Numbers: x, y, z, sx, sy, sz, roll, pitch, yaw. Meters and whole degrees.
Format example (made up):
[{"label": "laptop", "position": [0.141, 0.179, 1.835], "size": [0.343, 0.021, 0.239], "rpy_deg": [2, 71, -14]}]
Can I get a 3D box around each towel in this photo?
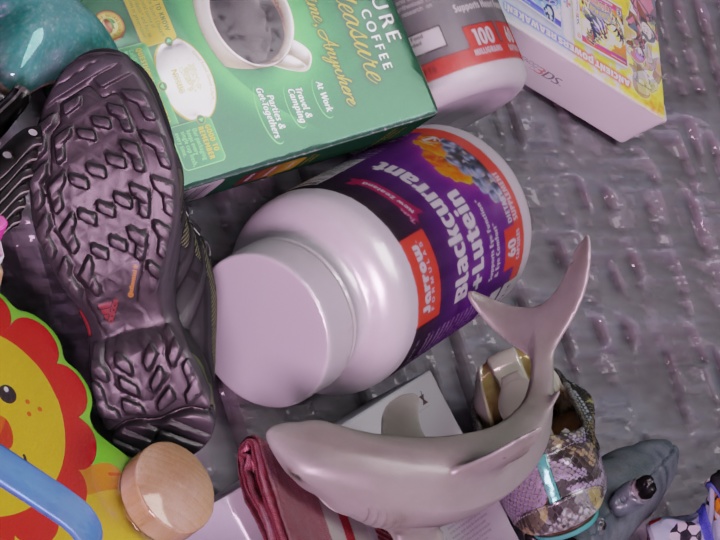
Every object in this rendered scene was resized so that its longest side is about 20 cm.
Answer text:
[{"label": "towel", "position": [0.026, 0.170, 1.293], "size": [0.200, 0.023, 0.144], "rpy_deg": [34, 21, -32]}]

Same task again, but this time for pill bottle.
[{"label": "pill bottle", "position": [0.009, -0.176, 1.531], "size": [0.116, 0.116, 0.201], "rpy_deg": [-13, 78, -52]}, {"label": "pill bottle", "position": [0.000, 0.000, 1.413], "size": [0.200, 0.111, 0.112], "rpy_deg": [-32, 93, -53]}]

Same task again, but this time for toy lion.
[{"label": "toy lion", "position": [-0.170, 0.106, 1.195], "size": [0.191, 0.069, 0.201], "rpy_deg": [37, 43, -19]}]

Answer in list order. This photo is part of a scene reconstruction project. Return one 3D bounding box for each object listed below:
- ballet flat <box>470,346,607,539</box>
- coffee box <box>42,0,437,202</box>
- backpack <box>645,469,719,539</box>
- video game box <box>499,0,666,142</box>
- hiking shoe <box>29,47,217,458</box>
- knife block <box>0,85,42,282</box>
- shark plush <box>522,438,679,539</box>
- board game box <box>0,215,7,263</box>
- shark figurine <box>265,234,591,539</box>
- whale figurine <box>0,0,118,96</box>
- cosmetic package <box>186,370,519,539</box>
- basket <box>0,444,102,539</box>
[{"label": "ballet flat", "position": [0.093, 0.079, 1.447], "size": [0.072, 0.072, 0.200], "rpy_deg": [50, 7, -16]}, {"label": "coffee box", "position": [-0.067, -0.106, 1.396], "size": [0.199, 0.044, 0.124], "rpy_deg": [-20, 82, -29]}, {"label": "backpack", "position": [0.245, 0.201, 1.530], "size": [0.190, 0.153, 0.202], "rpy_deg": [32, 49, -72]}, {"label": "video game box", "position": [0.117, -0.203, 1.735], "size": [0.199, 0.047, 0.183], "rpy_deg": [27, 47, -37]}, {"label": "hiking shoe", "position": [-0.113, -0.012, 1.297], "size": [0.101, 0.075, 0.201], "rpy_deg": [-86, 168, -77]}, {"label": "knife block", "position": [-0.234, -0.033, 1.187], "size": [0.199, 0.064, 0.176], "rpy_deg": [-6, 46, -28]}, {"label": "shark plush", "position": [0.127, 0.125, 1.467], "size": [0.091, 0.083, 0.200], "rpy_deg": [66, 14, 12]}, {"label": "board game box", "position": [-0.261, -0.088, 1.140], "size": [0.199, 0.026, 0.201], "rpy_deg": [4, 49, -27]}, {"label": "shark figurine", "position": [0.067, 0.077, 1.312], "size": [0.214, 0.089, 0.128], "rpy_deg": [-33, 86, -41]}, {"label": "whale figurine", "position": [-0.179, -0.181, 1.296], "size": [0.158, 0.104, 0.201], "rpy_deg": [-10, 62, -45]}, {"label": "cosmetic package", "position": [0.006, 0.155, 1.373], "size": [0.200, 0.052, 0.152], "rpy_deg": [-27, 91, -54]}, {"label": "basket", "position": [-0.218, 0.091, 1.045], "size": [0.200, 0.176, 0.139], "rpy_deg": [41, 37, -9]}]
